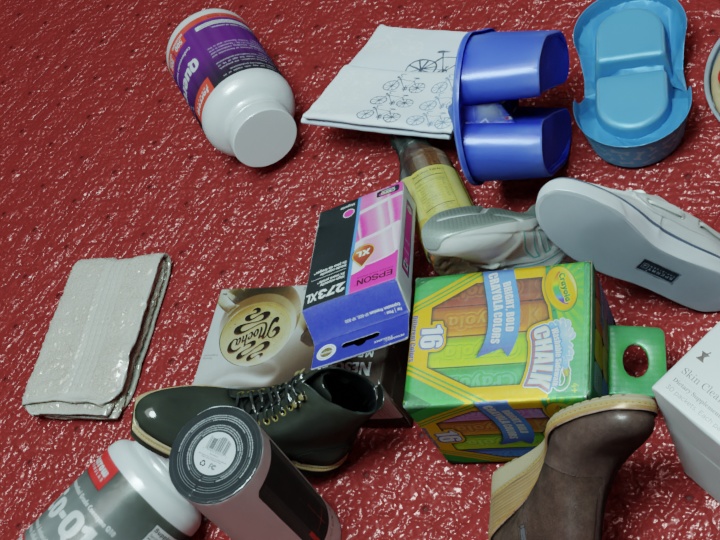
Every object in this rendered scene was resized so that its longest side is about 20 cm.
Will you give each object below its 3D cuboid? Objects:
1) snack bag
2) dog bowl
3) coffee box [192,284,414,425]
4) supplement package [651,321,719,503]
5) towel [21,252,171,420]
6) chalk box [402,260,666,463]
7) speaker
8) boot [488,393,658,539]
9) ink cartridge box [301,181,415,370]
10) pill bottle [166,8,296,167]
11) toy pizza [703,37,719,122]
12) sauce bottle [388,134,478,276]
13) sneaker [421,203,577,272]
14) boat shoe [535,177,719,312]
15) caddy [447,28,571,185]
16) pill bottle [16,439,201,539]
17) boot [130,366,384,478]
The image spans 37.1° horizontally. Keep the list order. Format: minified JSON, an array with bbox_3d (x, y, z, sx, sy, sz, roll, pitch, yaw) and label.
[{"bbox_3d":[0.057,-0.213,1.167,0.187,0.022,0.201,10,47,31],"label":"snack bag"},{"bbox_3d":[0.268,-0.188,1.056,0.110,0.050,0.202,-5,57,18],"label":"dog bowl"},{"bbox_3d":[-0.045,0.080,1.019,0.198,0.080,0.114,-3,55,25],"label":"coffee box"},{"bbox_3d":[0.324,0.137,0.747,0.111,0.156,0.200,-42,50,-6],"label":"supplement package"},{"bbox_3d":[-0.291,0.070,1.180,0.131,0.035,0.202,-3,58,24],"label":"towel"},{"bbox_3d":[0.151,0.078,0.893,0.198,0.124,0.126,-8,56,22],"label":"chalk box"},{"bbox_3d":[-0.082,0.190,0.888,0.080,0.201,0.082,-9,55,14],"label":"speaker"},{"bbox_3d":[0.167,0.199,0.795,0.200,0.072,0.168,-50,38,48],"label":"boot"},{"bbox_3d":[0.000,0.000,0.971,0.094,0.037,0.201,-19,36,19],"label":"ink cartridge box"},{"bbox_3d":[-0.146,-0.210,1.242,0.112,0.113,0.201,-34,50,2],"label":"pill bottle"},{"bbox_3d":[0.422,-0.195,0.999,0.198,0.032,0.202,-13,54,19],"label":"toy pizza"},{"bbox_3d":[0.073,-0.079,1.078,0.066,0.066,0.201,-26,45,8],"label":"sauce bottle"},{"bbox_3d":[0.134,-0.015,0.931,0.070,0.199,0.081,21,108,50],"label":"sneaker"},{"bbox_3d":[0.235,-0.032,0.909,0.074,0.199,0.066,-44,24,46],"label":"boat shoe"},{"bbox_3d":[0.137,-0.159,1.023,0.104,0.143,0.200,0,14,21],"label":"caddy"},{"bbox_3d":[-0.220,0.230,0.985,0.200,0.114,0.114,-46,51,-7],"label":"pill bottle"},{"bbox_3d":[-0.088,0.113,0.919,0.198,0.139,0.078,8,57,-19],"label":"boot"}]
